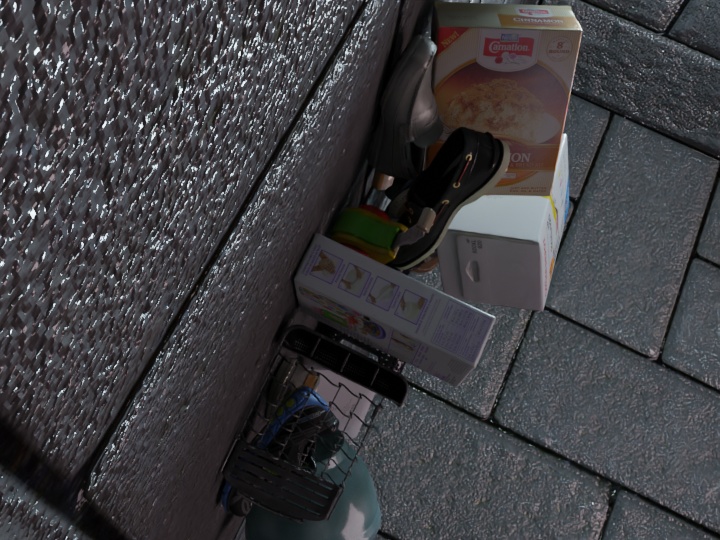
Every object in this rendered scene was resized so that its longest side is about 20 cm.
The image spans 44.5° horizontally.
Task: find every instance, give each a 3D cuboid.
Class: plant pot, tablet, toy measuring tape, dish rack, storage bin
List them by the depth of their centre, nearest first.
[{"bbox_3d":[0.013,-0.043,0.931,0.074,0.073,0.200,-63,-169,-18],"label":"toy measuring tape"},{"bbox_3d":[-0.056,0.173,0.956,0.202,0.152,0.055,-64,-169,-1],"label":"dish rack"},{"bbox_3d":[-0.073,0.302,1.250,0.200,0.197,0.136,-54,142,-64],"label":"plant pot"},{"bbox_3d":[-0.048,0.193,1.265,0.201,0.128,0.014,109,-21,-49],"label":"tablet"},{"bbox_3d":[0.022,0.083,1.329,0.095,0.134,0.200,-65,175,8],"label":"storage bin"}]

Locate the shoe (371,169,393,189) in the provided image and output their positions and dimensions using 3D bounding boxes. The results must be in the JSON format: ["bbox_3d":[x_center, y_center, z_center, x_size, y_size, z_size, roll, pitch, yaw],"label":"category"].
[{"bbox_3d":[0.072,-0.183,1.069,0.070,0.053,0.202,90,25,-77],"label":"shoe"}]

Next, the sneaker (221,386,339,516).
[{"bbox_3d":[-0.096,0.226,1.030,0.200,0.082,0.071,-51,-179,22],"label":"sneaker"}]

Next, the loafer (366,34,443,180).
[{"bbox_3d":[0.056,-0.163,0.917,0.201,0.069,0.070,104,13,-64],"label":"loafer"}]

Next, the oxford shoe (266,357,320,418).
[{"bbox_3d":[-0.082,0.164,1.120,0.200,0.057,0.076,105,10,-68],"label":"oxford shoe"}]

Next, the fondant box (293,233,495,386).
[{"bbox_3d":[0.032,0.046,0.921,0.144,0.198,0.059,95,20,-75],"label":"fondant box"}]

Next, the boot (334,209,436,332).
[{"bbox_3d":[-0.001,-0.001,1.126,0.154,0.074,0.203,-42,-164,-10],"label":"boot"}]

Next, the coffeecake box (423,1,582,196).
[{"bbox_3d":[0.149,-0.188,0.983,0.073,0.151,0.202,-92,-177,-54],"label":"coffeecake box"}]

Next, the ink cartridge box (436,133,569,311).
[{"bbox_3d":[0.198,-0.072,1.208,0.148,0.143,0.201,73,32,-48],"label":"ink cartridge box"}]

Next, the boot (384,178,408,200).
[{"bbox_3d":[0.089,-0.184,1.254,0.201,0.065,0.164,-56,165,22],"label":"boot"}]

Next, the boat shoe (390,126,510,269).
[{"bbox_3d":[0.078,-0.078,0.963,0.202,0.062,0.074,-48,-145,39],"label":"boat shoe"}]

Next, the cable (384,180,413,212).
[{"bbox_3d":[0.091,-0.089,1.268,0.200,0.051,0.164,-42,161,-13],"label":"cable"}]

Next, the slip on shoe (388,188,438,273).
[{"bbox_3d":[0.090,-0.041,1.226,0.076,0.061,0.201,-38,152,-10],"label":"slip on shoe"}]
